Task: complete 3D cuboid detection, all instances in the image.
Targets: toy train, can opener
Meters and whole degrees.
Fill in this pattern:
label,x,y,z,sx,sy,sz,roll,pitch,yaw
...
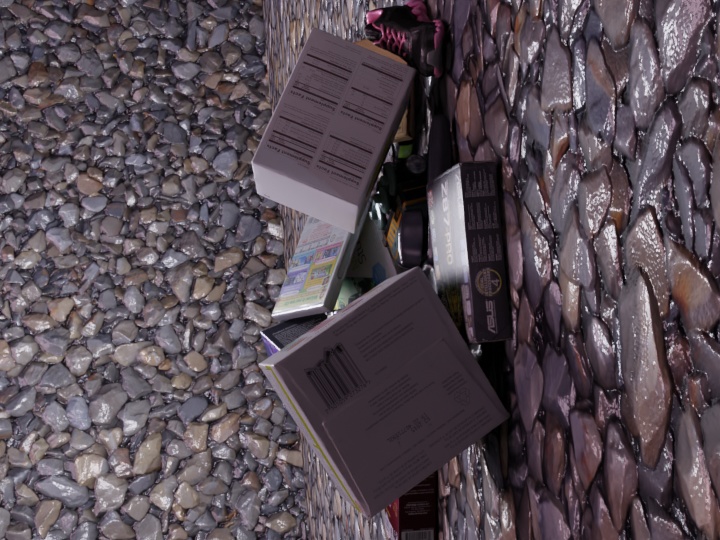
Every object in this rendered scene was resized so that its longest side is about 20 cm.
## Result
label,x,y,z,sx,sy,sz,roll,pitch,yaw
toy train,0.068,-0.077,1.567,0.200,0.085,0.114,107,149,-65
can opener,0.095,-0.100,1.448,0.063,0.078,0.201,140,137,-78

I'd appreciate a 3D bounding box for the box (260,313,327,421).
label,x,y,z,sx,sy,sz,roll,pitch,yaw
box,-0.057,0.164,1.732,0.200,0.104,0.149,31,140,62

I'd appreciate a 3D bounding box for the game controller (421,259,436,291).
label,x,y,z,sx,sy,sz,roll,pitch,yaw
game controller,0.105,0.080,1.537,0.104,0.042,0.201,121,147,-48

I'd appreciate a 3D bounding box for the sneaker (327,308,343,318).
label,x,y,z,sx,sy,sz,roll,pitch,yaw
sneaker,0.020,0.109,1.557,0.200,0.075,0.116,-3,88,55

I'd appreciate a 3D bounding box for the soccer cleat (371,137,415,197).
label,x,y,z,sx,sy,sz,roll,pitch,yaw
soccer cleat,0.050,-0.162,1.701,0.081,0.067,0.201,-159,66,-66

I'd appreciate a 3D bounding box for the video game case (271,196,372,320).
label,x,y,z,sx,sy,sz,roll,pitch,yaw
video game case,-0.060,-0.017,1.725,0.200,0.022,0.183,-14,54,63

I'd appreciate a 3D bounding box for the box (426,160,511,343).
label,x,y,z,sx,sy,sz,roll,pitch,yaw
box,0.124,-0.015,1.327,0.161,0.049,0.201,162,104,-78

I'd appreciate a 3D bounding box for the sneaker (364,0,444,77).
label,x,y,z,sx,sy,sz,roll,pitch,yaw
sneaker,0.055,-0.307,1.523,0.200,0.095,0.079,-114,24,-61

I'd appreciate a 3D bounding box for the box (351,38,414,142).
label,x,y,z,sx,sy,sz,roll,pitch,yaw
box,-0.007,-0.258,1.692,0.199,0.021,0.164,-7,77,36

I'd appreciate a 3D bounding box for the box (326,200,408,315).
label,x,y,z,sx,sy,sz,roll,pitch,yaw
box,0.000,0.000,1.736,0.200,0.036,0.145,-39,65,51

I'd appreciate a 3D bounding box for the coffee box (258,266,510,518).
label,x,y,z,sx,sy,sz,roll,pitch,yaw
coffee box,0.021,0.139,1.343,0.200,0.199,0.198,57,170,-1

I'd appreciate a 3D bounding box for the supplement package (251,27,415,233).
label,x,y,z,sx,sy,sz,roll,pitch,yaw
supplement package,-0.035,-0.182,1.531,0.152,0.150,0.201,101,-168,-78

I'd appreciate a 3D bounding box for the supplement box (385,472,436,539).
label,x,y,z,sx,sy,sz,roll,pitch,yaw
supplement box,0.073,0.305,1.701,0.109,0.061,0.201,-140,49,-78
